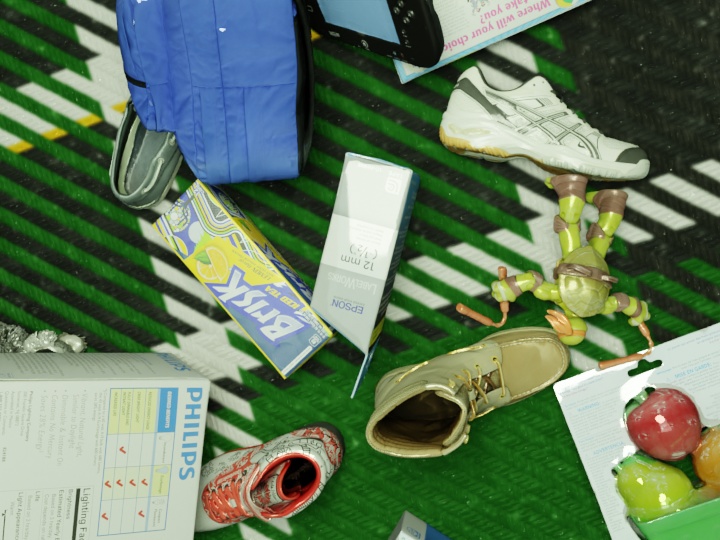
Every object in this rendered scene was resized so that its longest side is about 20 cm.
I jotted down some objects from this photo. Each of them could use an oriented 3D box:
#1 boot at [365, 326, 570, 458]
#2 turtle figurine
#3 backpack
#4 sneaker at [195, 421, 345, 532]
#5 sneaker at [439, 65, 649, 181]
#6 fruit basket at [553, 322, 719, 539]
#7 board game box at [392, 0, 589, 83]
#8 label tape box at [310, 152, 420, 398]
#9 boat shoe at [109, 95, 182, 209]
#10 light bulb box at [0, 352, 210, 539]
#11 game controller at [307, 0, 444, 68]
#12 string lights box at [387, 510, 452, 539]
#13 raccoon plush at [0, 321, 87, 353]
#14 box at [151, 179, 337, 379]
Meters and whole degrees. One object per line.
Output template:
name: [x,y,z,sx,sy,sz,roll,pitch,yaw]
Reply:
boot: [0.103,0.109,0.744,0.197,0.155,0.074,-14,92,7]
turtle figurine: [0.191,-0.002,0.742,0.197,0.064,0.163,12,78,-10]
backpack: [-0.124,-0.182,0.734,0.165,0.163,0.202,-7,126,-2]
sneaker: [-0.113,0.215,0.803,0.200,0.108,0.068,-26,91,8]
sneaker: [0.176,-0.138,0.759,0.197,0.076,0.089,14,91,3]
fruit basket: [0.303,0.172,0.770,0.183,0.094,0.202,-22,76,8]
board game box: [0.104,-0.278,0.758,0.198,0.034,0.136,-22,110,8]
label tape box: [0.000,0.000,0.755,0.065,0.143,0.203,16,96,5]
boat shoe: [-0.198,-0.157,0.811,0.072,0.062,0.202,22,96,5]
light bulb box: [-0.263,0.184,0.768,0.198,0.124,0.201,4,95,-31]
game controller: [-0.003,-0.243,0.726,0.042,0.199,0.105,-34,132,-23]
string lights box: [0.102,0.342,0.809,0.199,0.059,0.103,32,98,4]
raccoon plush: [-0.379,0.070,0.858,0.200,0.133,0.097,44,117,34]
box: [-0.110,0.007,0.811,0.070,0.064,0.200,-42,89,8]
